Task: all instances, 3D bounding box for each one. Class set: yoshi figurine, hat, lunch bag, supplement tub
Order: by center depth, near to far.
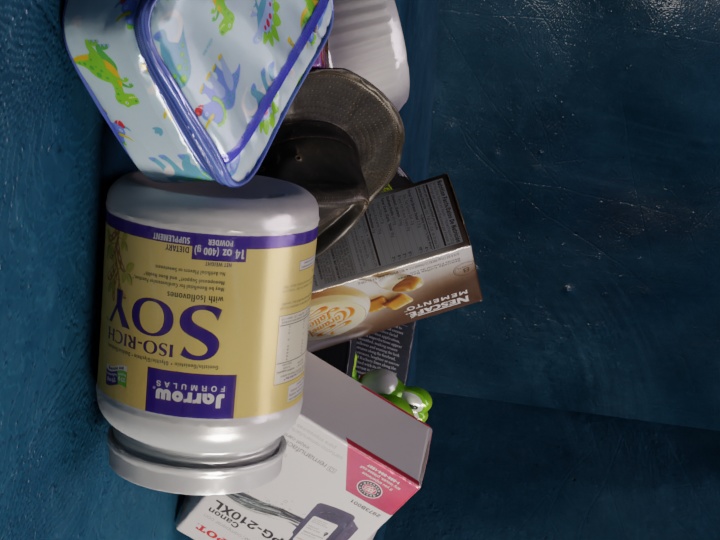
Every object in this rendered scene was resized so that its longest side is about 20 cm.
[{"bbox_3d":[-0.093,-0.161,0.817,0.200,0.082,0.161,-64,146,-36],"label":"lunch bag"},{"bbox_3d":[-0.107,0.038,0.872,0.145,0.145,0.200,-52,148,-76],"label":"supplement tub"},{"bbox_3d":[-0.049,-0.058,0.978,0.201,0.200,0.081,90,-20,-45],"label":"hat"},{"bbox_3d":[-0.020,0.142,1.391,0.112,0.200,0.112,107,-5,-65],"label":"yoshi figurine"}]

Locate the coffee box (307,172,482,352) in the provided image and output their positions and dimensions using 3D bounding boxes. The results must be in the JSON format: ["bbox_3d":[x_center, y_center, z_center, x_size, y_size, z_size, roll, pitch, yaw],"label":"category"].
[{"bbox_3d":[0.000,0.000,1.136,0.114,0.200,0.080,71,3,-62],"label":"coffee box"}]

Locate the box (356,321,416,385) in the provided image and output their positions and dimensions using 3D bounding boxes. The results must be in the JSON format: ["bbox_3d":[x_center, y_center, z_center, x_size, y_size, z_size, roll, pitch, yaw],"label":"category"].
[{"bbox_3d":[-0.025,0.148,1.543,0.148,0.107,0.200,-28,-132,58],"label":"box"}]

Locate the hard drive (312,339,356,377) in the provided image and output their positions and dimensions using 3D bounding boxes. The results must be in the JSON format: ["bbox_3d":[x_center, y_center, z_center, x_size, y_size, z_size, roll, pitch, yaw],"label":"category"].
[{"bbox_3d":[-0.071,0.085,1.225,0.042,0.135,0.200,155,-56,-81],"label":"hard drive"}]

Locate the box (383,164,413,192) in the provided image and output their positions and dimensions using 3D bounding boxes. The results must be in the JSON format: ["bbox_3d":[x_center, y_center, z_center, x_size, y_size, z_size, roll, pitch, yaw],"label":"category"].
[{"bbox_3d":[0.007,-0.073,1.322,0.048,0.200,0.193,-46,157,24],"label":"box"}]

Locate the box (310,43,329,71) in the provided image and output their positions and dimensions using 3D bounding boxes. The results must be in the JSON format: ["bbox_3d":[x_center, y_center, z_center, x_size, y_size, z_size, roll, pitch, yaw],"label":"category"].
[{"bbox_3d":[-0.049,-0.241,1.020,0.137,0.039,0.200,69,18,-83],"label":"box"}]

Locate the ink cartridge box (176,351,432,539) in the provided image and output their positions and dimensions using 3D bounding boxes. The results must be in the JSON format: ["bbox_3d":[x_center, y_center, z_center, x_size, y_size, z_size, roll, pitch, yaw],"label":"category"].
[{"bbox_3d":[-0.053,0.188,1.142,0.200,0.145,0.084,-50,-167,34],"label":"ink cartridge box"}]

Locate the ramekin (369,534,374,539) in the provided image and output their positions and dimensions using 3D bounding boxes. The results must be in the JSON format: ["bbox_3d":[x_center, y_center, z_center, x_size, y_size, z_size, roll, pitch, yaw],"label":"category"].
[{"bbox_3d":[-0.062,0.313,1.422,0.202,0.094,0.202,-53,164,-23],"label":"ramekin"}]

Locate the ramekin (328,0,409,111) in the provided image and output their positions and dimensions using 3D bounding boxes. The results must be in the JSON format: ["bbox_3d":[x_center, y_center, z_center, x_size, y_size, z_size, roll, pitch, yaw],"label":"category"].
[{"bbox_3d":[-0.021,-0.222,1.194,0.202,0.094,0.203,164,-90,-84],"label":"ramekin"}]
